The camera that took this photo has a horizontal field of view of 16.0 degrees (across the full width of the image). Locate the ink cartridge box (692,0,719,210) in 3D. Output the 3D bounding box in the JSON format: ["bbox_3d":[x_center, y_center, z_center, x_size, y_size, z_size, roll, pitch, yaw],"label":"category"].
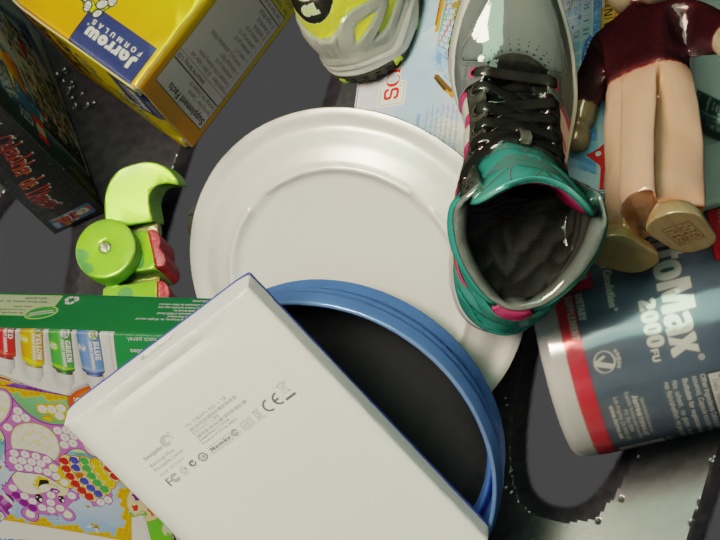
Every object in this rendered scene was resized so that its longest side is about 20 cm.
[{"bbox_3d":[0.225,-0.133,1.511,0.173,0.044,0.201,-17,69,11],"label":"ink cartridge box"}]

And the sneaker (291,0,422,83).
[{"bbox_3d":[0.009,-0.212,1.510,0.075,0.076,0.201,-5,59,28],"label":"sneaker"}]

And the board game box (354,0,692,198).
[{"bbox_3d":[0.093,-0.114,1.482,0.198,0.041,0.201,-5,60,25],"label":"board game box"}]

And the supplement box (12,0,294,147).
[{"bbox_3d":[-0.100,-0.198,1.584,0.109,0.109,0.200,35,84,22],"label":"supplement box"}]

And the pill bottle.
[{"bbox_3d":[0.202,0.025,1.425,0.199,0.120,0.120,-14,69,10],"label":"pill bottle"}]

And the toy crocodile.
[{"bbox_3d":[-0.133,0.033,1.541,0.061,0.068,0.201,-7,71,13],"label":"toy crocodile"}]

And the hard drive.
[{"bbox_3d":[-0.044,0.110,1.383,0.132,0.025,0.200,-36,111,18],"label":"hard drive"}]

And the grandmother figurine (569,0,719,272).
[{"bbox_3d":[0.156,-0.104,1.380,0.121,0.061,0.201,-16,57,24],"label":"grandmother figurine"}]

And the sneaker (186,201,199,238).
[{"bbox_3d":[-0.032,0.026,1.517,0.199,0.066,0.091,28,79,19],"label":"sneaker"}]

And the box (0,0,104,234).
[{"bbox_3d":[-0.224,-0.119,1.543,0.038,0.200,0.137,-24,67,6],"label":"box"}]

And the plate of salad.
[{"bbox_3d":[0.000,0.000,1.442,0.199,0.048,0.201,8,116,17],"label":"plate of salad"}]

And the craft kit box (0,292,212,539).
[{"bbox_3d":[-0.147,0.108,1.456,0.199,0.198,0.049,1,32,23],"label":"craft kit box"}]

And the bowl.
[{"bbox_3d":[-0.012,0.095,1.439,0.199,0.202,0.039,10,32,18],"label":"bowl"}]

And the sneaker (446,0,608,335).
[{"bbox_3d":[0.082,-0.063,1.325,0.083,0.121,0.201,0,94,-7],"label":"sneaker"}]
